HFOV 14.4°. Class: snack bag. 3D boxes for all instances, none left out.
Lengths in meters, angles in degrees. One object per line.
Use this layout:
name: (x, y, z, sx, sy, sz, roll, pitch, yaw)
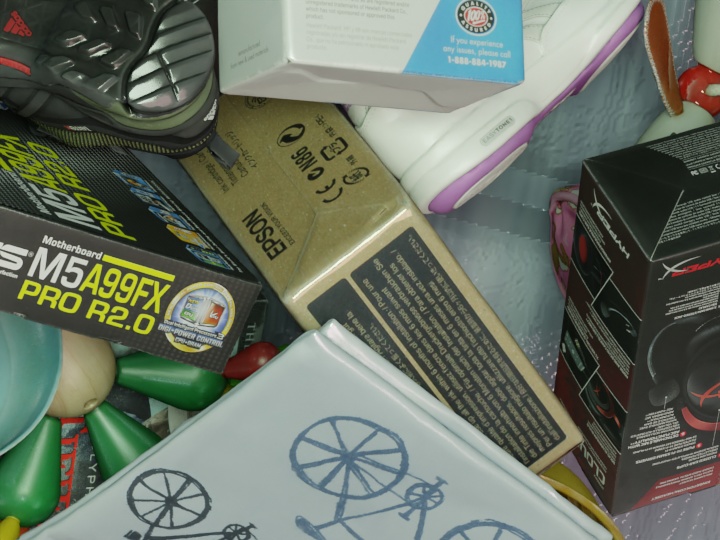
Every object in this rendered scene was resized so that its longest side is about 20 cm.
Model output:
snack bag: (-0.021, 0.120, 1.252, 0.200, 0.021, 0.188, -36, 124, 29)

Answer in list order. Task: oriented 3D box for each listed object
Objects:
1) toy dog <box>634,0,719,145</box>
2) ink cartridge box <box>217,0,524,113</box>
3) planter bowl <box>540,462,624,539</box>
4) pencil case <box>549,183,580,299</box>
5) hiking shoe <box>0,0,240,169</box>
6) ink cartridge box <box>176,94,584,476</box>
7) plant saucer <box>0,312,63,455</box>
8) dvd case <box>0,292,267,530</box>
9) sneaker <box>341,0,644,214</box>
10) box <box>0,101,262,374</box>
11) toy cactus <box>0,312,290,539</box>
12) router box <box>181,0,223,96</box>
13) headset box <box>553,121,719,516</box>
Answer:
toy dog: (0.193, -0.120, 1.373, 0.131, 0.096, 0.202, 4, 86, -13)
ink cartridge box: (0.002, -0.174, 1.203, 0.115, 0.067, 0.202, 4, 80, -28)
planter bowl: (0.034, 0.117, 1.420, 0.199, 0.084, 0.201, 1, 142, 1)
pencil case: (0.192, -0.026, 1.461, 0.199, 0.086, 0.083, -17, 112, -19)
hiking shoe: (-0.146, -0.092, 1.201, 0.076, 0.199, 0.101, -56, 157, -21)
ink cartridge box: (0.000, 0.000, 1.296, 0.075, 0.200, 0.165, -37, 125, -1)
plant saucer: (-0.223, 0.019, 1.197, 0.199, 0.201, 0.027, 4, 135, -30)
dvd case: (-0.146, 0.078, 1.342, 0.199, 0.022, 0.147, -1, 113, -29)
sneaker: (0.066, -0.115, 1.344, 0.200, 0.100, 0.075, -43, 175, -38)
box: (-0.151, -0.034, 1.197, 0.159, 0.200, 0.044, 19, 104, -33)
toy cactus: (-0.117, 0.078, 1.296, 0.199, 0.102, 0.166, -31, 112, 3)
router box: (-0.086, -0.179, 1.256, 0.157, 0.052, 0.201, -35, 125, -11)
headset box: (0.177, 0.024, 1.372, 0.148, 0.075, 0.201, -16, 138, -17)
